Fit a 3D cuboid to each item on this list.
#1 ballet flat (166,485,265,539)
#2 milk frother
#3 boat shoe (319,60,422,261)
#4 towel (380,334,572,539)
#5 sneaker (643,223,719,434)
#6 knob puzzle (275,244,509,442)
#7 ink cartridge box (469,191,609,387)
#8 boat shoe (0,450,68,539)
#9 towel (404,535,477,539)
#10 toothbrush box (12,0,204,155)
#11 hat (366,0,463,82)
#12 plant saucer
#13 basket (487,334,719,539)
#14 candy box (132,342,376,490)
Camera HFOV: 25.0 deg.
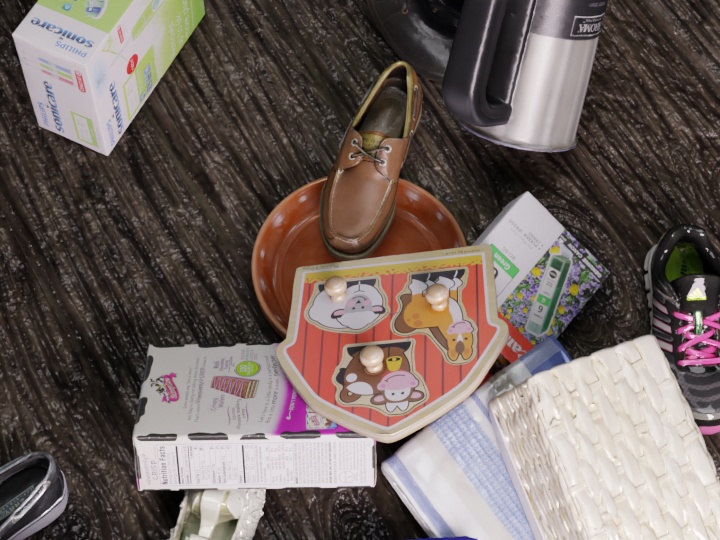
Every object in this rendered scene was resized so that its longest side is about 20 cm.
[{"bbox_3d":[-0.127,0.222,1.344,0.071,0.072,0.201,13,60,8],"label":"ballet flat"},{"bbox_3d":[0.120,-0.234,1.525,0.180,0.189,0.200,-3,27,-32],"label":"milk frother"},{"bbox_3d":[0.007,-0.106,1.496,0.072,0.068,0.201,12,60,6],"label":"boat shoe"},{"bbox_3d":[0.132,0.166,1.374,0.200,0.024,0.147,-36,83,-17],"label":"towel"},{"bbox_3d":[0.292,0.044,1.430,0.073,0.088,0.201,-2,60,-1],"label":"sneaker"},{"bbox_3d":[0.024,0.055,1.347,0.219,0.031,0.220,-7,45,7],"label":"knob puzzle"},{"bbox_3d":[0.119,0.038,1.435,0.109,0.050,0.200,44,67,-4],"label":"ink cartridge box"},{"bbox_3d":[-0.332,0.221,1.343,0.199,0.068,0.074,-31,64,-16],"label":"boat shoe"},{"bbox_3d":[0.004,0.292,1.292,0.199,0.050,0.148,-6,76,-2],"label":"towel"},{"bbox_3d":[-0.238,-0.238,1.568,0.086,0.146,0.200,24,62,13],"label":"toothbrush box"},{"bbox_3d":[0.100,-0.289,1.624,0.200,0.201,0.081,24,19,14],"label":"hat"},{"bbox_3d":[0.000,0.000,1.491,0.199,0.032,0.201,0,60,0],"label":"plant saucer"},{"bbox_3d":[0.206,0.164,1.310,0.135,0.123,0.201,-18,78,-13],"label":"basket"},{"bbox_3d":[-0.086,0.122,1.374,0.199,0.061,0.137,0,31,0],"label":"candy box"}]
